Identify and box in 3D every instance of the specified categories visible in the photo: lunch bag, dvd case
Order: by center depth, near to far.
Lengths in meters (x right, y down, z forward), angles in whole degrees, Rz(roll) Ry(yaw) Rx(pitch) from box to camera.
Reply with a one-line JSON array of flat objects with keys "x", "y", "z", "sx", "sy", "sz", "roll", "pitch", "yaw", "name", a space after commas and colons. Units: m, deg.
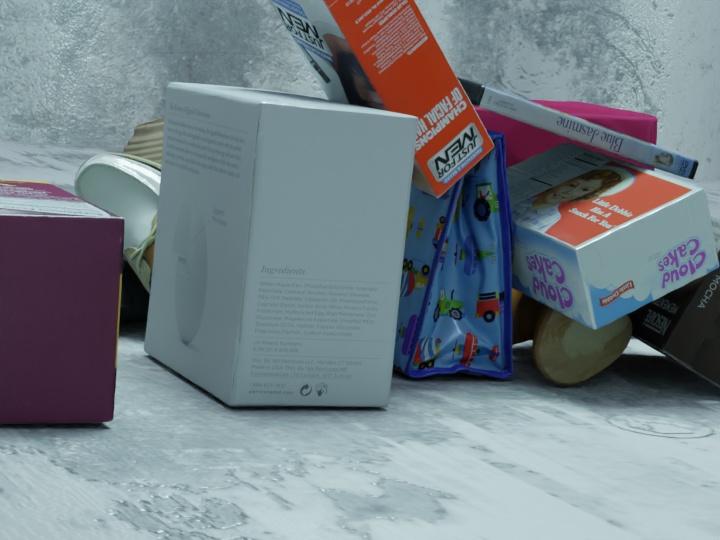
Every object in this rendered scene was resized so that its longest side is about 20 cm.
[{"x": 0.052, "y": -0.030, "z": 1.511, "sx": 0.093, "sy": 0.202, "sz": 0.150, "roll": 1, "pitch": 8, "yaw": -24, "name": "lunch bag"}, {"x": 0.145, "y": -0.116, "z": 1.517, "sx": 0.199, "sy": 0.018, "sz": 0.143, "roll": 16, "pitch": 5, "yaw": -25, "name": "dvd case"}]

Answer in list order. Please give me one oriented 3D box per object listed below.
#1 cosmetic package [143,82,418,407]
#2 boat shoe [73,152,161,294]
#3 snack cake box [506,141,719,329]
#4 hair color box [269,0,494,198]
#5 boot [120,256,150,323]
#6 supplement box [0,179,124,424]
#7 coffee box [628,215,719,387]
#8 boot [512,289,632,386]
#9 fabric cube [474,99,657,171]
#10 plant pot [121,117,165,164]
[{"x": -0.060, "y": -0.022, "z": 1.376, "sx": 0.122, "sy": 0.202, "sz": 0.199, "roll": 2, "pitch": 8, "yaw": -24, "name": "cosmetic package"}, {"x": -0.144, "y": -0.019, "z": 1.528, "sx": 0.199, "sy": 0.075, "sz": 0.068, "roll": 37, "pitch": 19, "yaw": 3, "name": "boat shoe"}, {"x": 0.167, "y": -0.031, "z": 1.495, "sx": 0.114, "sy": 0.068, "sz": 0.200, "roll": -23, "pitch": 22, "yaw": -18, "name": "snack cake box"}, {"x": 0.006, "y": -0.156, "z": 1.397, "sx": 0.064, "sy": 0.201, "sz": 0.111, "roll": -42, "pitch": 35, "yaw": -12, "name": "hair color box"}, {"x": -0.260, "y": 0.011, "z": 1.543, "sx": 0.164, "sy": 0.066, "sz": 0.199, "roll": 12, "pitch": 14, "yaw": 36, "name": "boot"}, {"x": -0.226, "y": 0.014, "z": 1.252, "sx": 0.102, "sy": 0.132, "sz": 0.200, "roll": 2, "pitch": 8, "yaw": -22, "name": "supplement box"}, {"x": 0.270, "y": 0.019, "z": 1.563, "sx": 0.079, "sy": 0.114, "sz": 0.200, "roll": 31, "pitch": 3, "yaw": -11, "name": "coffee box"}, {"x": 0.152, "y": 0.041, "z": 1.569, "sx": 0.144, "sy": 0.071, "sz": 0.201, "roll": -28, "pitch": 16, "yaw": 46, "name": "boot"}, {"x": 0.134, "y": -0.054, "z": 1.793, "sx": 0.198, "sy": 0.202, "sz": 0.196, "roll": 0, "pitch": 9, "yaw": -20, "name": "fabric cube"}, {"x": -0.138, "y": -0.092, "z": 1.722, "sx": 0.199, "sy": 0.094, "sz": 0.201, "roll": -11, "pitch": 8, "yaw": 1, "name": "plant pot"}]
